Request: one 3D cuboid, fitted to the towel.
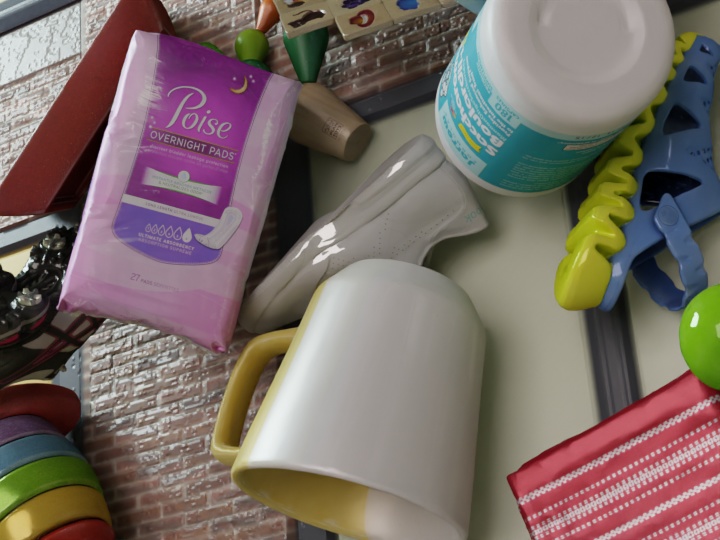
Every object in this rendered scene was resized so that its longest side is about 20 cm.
[{"bbox_3d":[0.182,0.169,0.923,0.144,0.022,0.201,-32,60,16],"label":"towel"}]

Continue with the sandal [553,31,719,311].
[{"bbox_3d":[0.188,-0.053,0.982,0.087,0.080,0.201,22,75,-1],"label":"sandal"}]

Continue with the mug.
[{"bbox_3d":[-0.006,0.075,1.001,0.186,0.150,0.154,12,69,11],"label":"mug"}]

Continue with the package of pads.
[{"bbox_3d":[-0.122,-0.052,1.080,0.120,0.076,0.201,16,86,-6],"label":"package of pads"}]

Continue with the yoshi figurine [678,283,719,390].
[{"bbox_3d":[0.245,0.071,0.864,0.112,0.112,0.200,-44,53,10],"label":"yoshi figurine"}]

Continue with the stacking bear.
[{"bbox_3d":[-0.220,0.187,1.122,0.121,0.114,0.200,-46,59,9],"label":"stacking bear"}]

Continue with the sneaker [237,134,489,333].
[{"bbox_3d":[0.000,0.000,1.080,0.089,0.075,0.200,46,121,-8],"label":"sneaker"}]

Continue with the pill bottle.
[{"bbox_3d":[0.108,-0.111,0.967,0.110,0.200,0.111,2,75,-9],"label":"pill bottle"}]

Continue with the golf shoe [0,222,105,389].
[{"bbox_3d":[-0.220,0.026,1.156,0.077,0.200,0.088,32,129,29],"label":"golf shoe"}]

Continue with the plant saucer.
[{"bbox_3d":[-0.199,-0.119,1.198,0.037,0.200,0.200,33,92,-3],"label":"plant saucer"}]

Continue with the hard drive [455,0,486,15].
[{"bbox_3d":[0.131,-0.190,0.980,0.132,0.200,0.025,-23,74,23],"label":"hard drive"}]

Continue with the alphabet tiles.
[{"bbox_3d":[0.037,-0.209,1.091,0.199,0.006,0.167,-19,32,-2],"label":"alphabet tiles"}]

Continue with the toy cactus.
[{"bbox_3d":[-0.065,-0.136,1.162,0.165,0.102,0.200,32,82,27],"label":"toy cactus"}]
